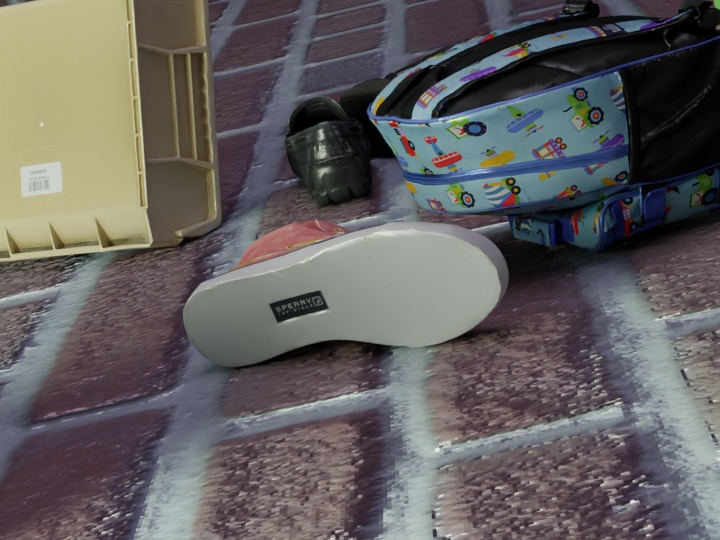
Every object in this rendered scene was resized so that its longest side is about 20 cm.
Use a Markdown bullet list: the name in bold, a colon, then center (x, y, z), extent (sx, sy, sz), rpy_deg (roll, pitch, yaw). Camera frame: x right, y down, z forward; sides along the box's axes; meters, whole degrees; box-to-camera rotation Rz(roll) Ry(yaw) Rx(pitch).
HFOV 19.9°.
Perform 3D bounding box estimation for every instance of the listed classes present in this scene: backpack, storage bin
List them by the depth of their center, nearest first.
- **backpack**: center (0.114, -0.083, 1.266), extent (0.199, 0.135, 0.182), rpy_deg (-19, 15, -22)
- **storage bin**: center (-0.217, -0.111, 1.583), extent (0.199, 0.200, 0.094), rpy_deg (-5, -1, 32)

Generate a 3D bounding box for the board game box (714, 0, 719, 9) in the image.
- **board game box**: center (0.370, -0.218, 1.517), extent (0.134, 0.029, 0.200), rpy_deg (-14, -4, 44)

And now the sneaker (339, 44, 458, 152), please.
- **sneaker**: center (0.077, -0.141, 1.652), extent (0.114, 0.076, 0.199), rpy_deg (-29, 14, -27)

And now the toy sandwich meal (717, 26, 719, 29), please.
- **toy sandwich meal**: center (0.212, -0.126, 1.473), extent (0.204, 0.071, 0.205), rpy_deg (-13, 14, 3)

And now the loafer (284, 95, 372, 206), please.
- **loafer**: center (-0.025, -0.104, 1.615), extent (0.068, 0.071, 0.201), rpy_deg (-14, 14, -2)

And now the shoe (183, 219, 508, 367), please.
- **shoe**: center (0.000, 0.000, 1.177), extent (0.199, 0.072, 0.091), rpy_deg (-12, 19, 27)
